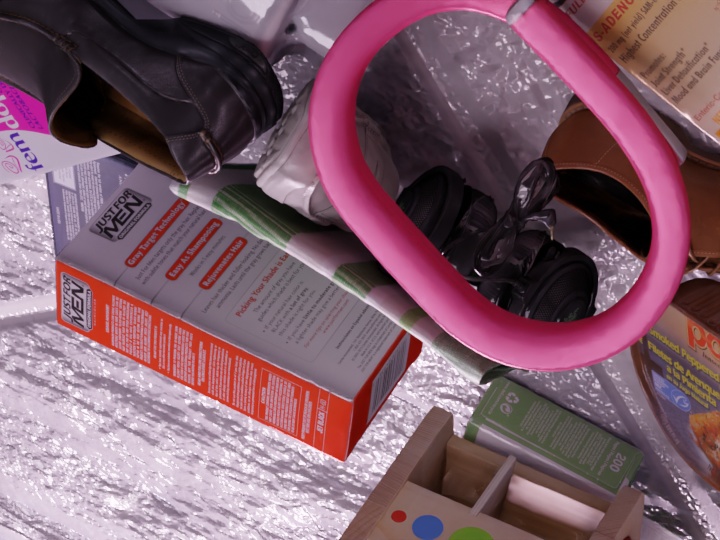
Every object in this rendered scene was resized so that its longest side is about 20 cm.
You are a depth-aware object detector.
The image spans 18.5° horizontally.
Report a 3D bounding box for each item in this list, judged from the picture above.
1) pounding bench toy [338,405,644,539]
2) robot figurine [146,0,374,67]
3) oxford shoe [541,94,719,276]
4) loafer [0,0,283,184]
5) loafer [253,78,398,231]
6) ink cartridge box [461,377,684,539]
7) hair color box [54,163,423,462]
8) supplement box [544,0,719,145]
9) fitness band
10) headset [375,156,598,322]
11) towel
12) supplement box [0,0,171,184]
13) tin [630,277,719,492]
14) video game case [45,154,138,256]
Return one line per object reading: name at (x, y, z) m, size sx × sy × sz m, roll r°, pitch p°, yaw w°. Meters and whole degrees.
pounding bench toy at (0.082, 0.213, 1.309) m, size 0.155 × 0.124 × 0.201 m, roll 21°, pitch 139°, yaw 21°
robot figurine at (-0.072, -0.180, 1.115) m, size 0.199 × 0.113 × 0.170 m, roll 34°, pitch 173°, yaw 5°
oxford shoe at (0.180, -0.018, 1.121) m, size 0.199 × 0.071 × 0.072 m, roll 25°, pitch 139°, yaw 12°
loafer at (-0.137, -0.097, 1.114) m, size 0.199 × 0.072 × 0.073 m, roll 16°, pitch 142°, yaw 33°
loafer at (-0.011, -0.057, 1.166) m, size 0.070 × 0.070 × 0.200 m, roll 33°, pitch -175°, yaw 3°
ink cartridge box at (0.145, 0.166, 1.348) m, size 0.199 × 0.048 × 0.146 m, roll 28°, pitch 141°, yaw 11°
hair color box at (-0.070, 0.021, 1.298) m, size 0.199 × 0.102 × 0.062 m, roll 26°, pitch 140°, yaw 15°
supplement box at (0.149, -0.154, 1.004) m, size 0.200 × 0.074 × 0.126 m, roll 38°, pitch 142°, yaw 0°
fitness band at (0.066, -0.045, 1.032) m, size 0.144 × 0.037 × 0.200 m, roll -42°, pitch 93°, yaw 18°
headset at (0.074, -0.014, 1.162) m, size 0.123 × 0.094 × 0.200 m, roll 32°, pitch -178°, yaw 5°
towel at (0.000, 0.000, 1.209) m, size 0.199 × 0.152 × 0.023 m, roll 34°, pitch 100°, yaw 13°
supplement box at (-0.173, -0.125, 1.260) m, size 0.199 × 0.104 × 0.101 m, roll -10°, pitch 124°, yaw 45°
tin at (0.206, 0.075, 1.112) m, size 0.200 × 0.042 × 0.113 m, roll 40°, pitch 154°, yaw 52°
video game case at (-0.110, -0.008, 1.395) m, size 0.199 × 0.019 × 0.144 m, roll 21°, pitch 139°, yaw 18°
